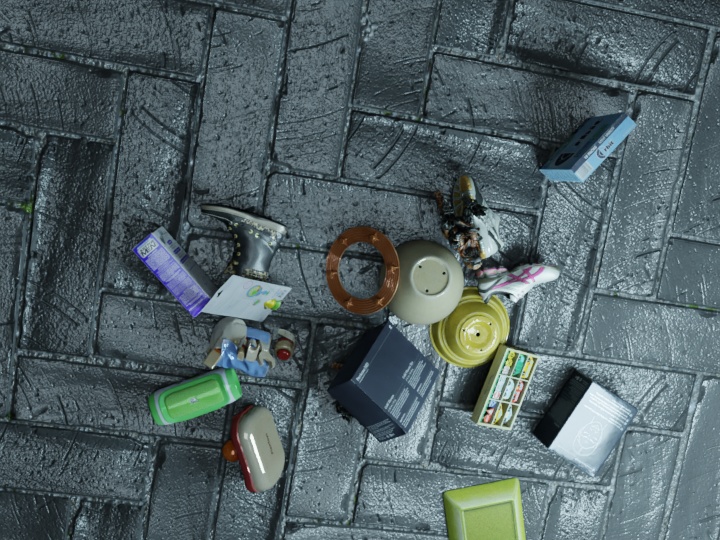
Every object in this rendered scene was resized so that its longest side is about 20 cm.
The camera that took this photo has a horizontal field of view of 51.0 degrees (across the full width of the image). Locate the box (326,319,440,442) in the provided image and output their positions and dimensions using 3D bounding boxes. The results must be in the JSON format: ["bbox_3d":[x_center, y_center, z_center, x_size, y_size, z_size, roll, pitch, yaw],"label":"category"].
[{"bbox_3d":[0.056,0.253,1.728,0.182,0.104,0.200,46,48,-11],"label":"box"}]

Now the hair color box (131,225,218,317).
[{"bbox_3d":[-0.407,0.001,1.679,0.065,0.109,0.200,-38,101,5],"label":"hair color box"}]

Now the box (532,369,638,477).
[{"bbox_3d":[0.552,0.374,1.857,0.148,0.107,0.200,33,92,-11],"label":"box"}]

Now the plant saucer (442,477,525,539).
[{"bbox_3d":[0.320,0.641,1.897,0.199,0.048,0.200,-9,99,-5],"label":"plant saucer"}]

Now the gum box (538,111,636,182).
[{"bbox_3d":[0.508,-0.276,1.707,0.045,0.200,0.170,43,91,-10],"label":"gum box"}]

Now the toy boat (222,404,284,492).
[{"bbox_3d":[-0.266,0.421,1.769,0.130,0.130,0.201,-11,100,25],"label":"toy boat"}]

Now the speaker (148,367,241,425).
[{"bbox_3d":[-0.380,0.289,1.739,0.200,0.088,0.089,-19,100,-4],"label":"speaker"}]

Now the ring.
[{"bbox_3d":[0.000,0.000,1.715,0.200,0.019,0.201,2,93,32],"label":"ring"}]

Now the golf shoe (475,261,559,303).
[{"bbox_3d":[0.376,0.031,1.794,0.199,0.073,0.092,-7,79,0],"label":"golf shoe"}]

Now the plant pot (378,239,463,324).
[{"bbox_3d":[0.148,0.020,1.717,0.200,0.134,0.201,1,83,-5],"label":"plant pot"}]

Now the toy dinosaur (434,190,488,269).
[{"bbox_3d":[0.215,-0.099,1.715,0.102,0.136,0.200,-40,69,-22],"label":"toy dinosaur"}]

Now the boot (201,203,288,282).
[{"bbox_3d":[-0.278,-0.062,1.707,0.200,0.073,0.151,16,96,-18],"label":"boot"}]

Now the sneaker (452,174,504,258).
[{"bbox_3d":[0.280,-0.131,1.776,0.087,0.076,0.201,-19,99,-27],"label":"sneaker"}]

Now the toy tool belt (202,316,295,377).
[{"bbox_3d":[-0.251,0.195,1.715,0.199,0.123,0.125,14,130,-10],"label":"toy tool belt"}]

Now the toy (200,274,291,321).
[{"bbox_3d":[-0.258,0.053,1.686,0.115,0.047,0.200,-47,146,17],"label":"toy"}]

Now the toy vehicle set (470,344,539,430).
[{"bbox_3d":[0.352,0.285,1.832,0.124,0.026,0.200,16,97,-36],"label":"toy vehicle set"}]

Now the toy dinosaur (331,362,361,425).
[{"bbox_3d":[0.005,0.294,1.797,0.200,0.102,0.136,37,69,3],"label":"toy dinosaur"}]

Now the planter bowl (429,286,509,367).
[{"bbox_3d":[0.271,0.145,1.800,0.200,0.083,0.201,-1,99,-6],"label":"planter bowl"}]
